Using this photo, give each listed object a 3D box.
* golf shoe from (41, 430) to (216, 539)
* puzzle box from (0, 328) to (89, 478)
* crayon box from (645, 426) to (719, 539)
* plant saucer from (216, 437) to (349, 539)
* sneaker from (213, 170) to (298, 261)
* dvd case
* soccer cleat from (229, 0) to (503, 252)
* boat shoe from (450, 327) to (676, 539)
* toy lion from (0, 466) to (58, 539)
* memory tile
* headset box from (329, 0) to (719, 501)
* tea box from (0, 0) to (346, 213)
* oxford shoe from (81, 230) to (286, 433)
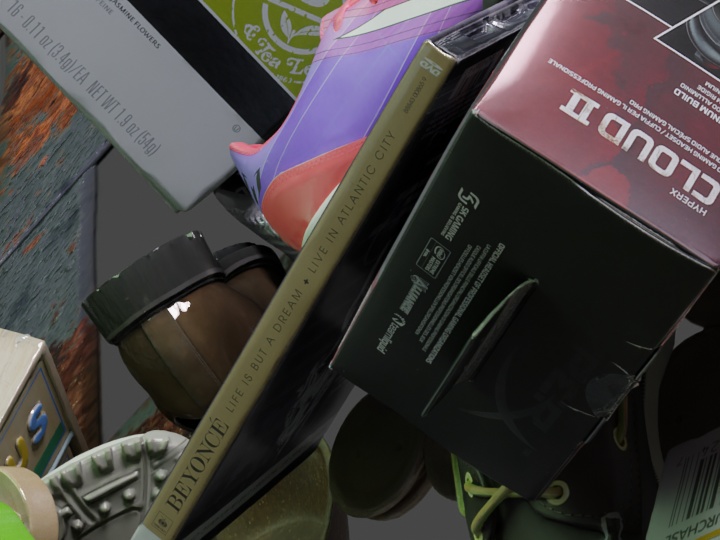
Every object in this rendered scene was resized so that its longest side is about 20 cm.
[{"bbox_3d":[-0.128,0.124,0.994,0.200,0.078,0.097,-45,15,16],"label":"golf shoe"},{"bbox_3d":[-0.172,0.141,1.104,0.025,0.133,0.201,13,58,19],"label":"puzzle box"},{"bbox_3d":[0.113,0.113,0.620,0.125,0.051,0.201,-31,28,44],"label":"crayon box"},{"bbox_3d":[-0.065,0.150,0.965,0.200,0.037,0.201,-43,22,22],"label":"plant saucer"},{"bbox_3d":[-0.009,-0.068,1.153,0.115,0.075,0.200,-52,17,8],"label":"sneaker"},{"bbox_3d":[0.000,0.000,0.819,0.201,0.016,0.149,-60,-10,23],"label":"dvd case"},{"bbox_3d":[0.028,-0.089,0.889,0.200,0.073,0.068,-54,-24,18],"label":"soccer cleat"},{"bbox_3d":[0.056,0.057,0.774,0.072,0.060,0.202,-28,45,36],"label":"boat shoe"},{"bbox_3d":[-0.122,0.175,0.880,0.199,0.068,0.193,17,100,39],"label":"toy lion"},{"bbox_3d":[0.071,0.006,0.861,0.199,0.017,0.154,-12,58,48],"label":"memory tile"},{"bbox_3d":[0.074,-0.041,0.704,0.200,0.075,0.149,-56,-3,-30],"label":"headset box"},{"bbox_3d":[-0.074,-0.172,1.081,0.197,0.200,0.134,-43,17,9],"label":"tea box"},{"bbox_3d":[-0.058,0.037,1.066,0.072,0.085,0.200,-35,-5,9],"label":"oxford shoe"}]
